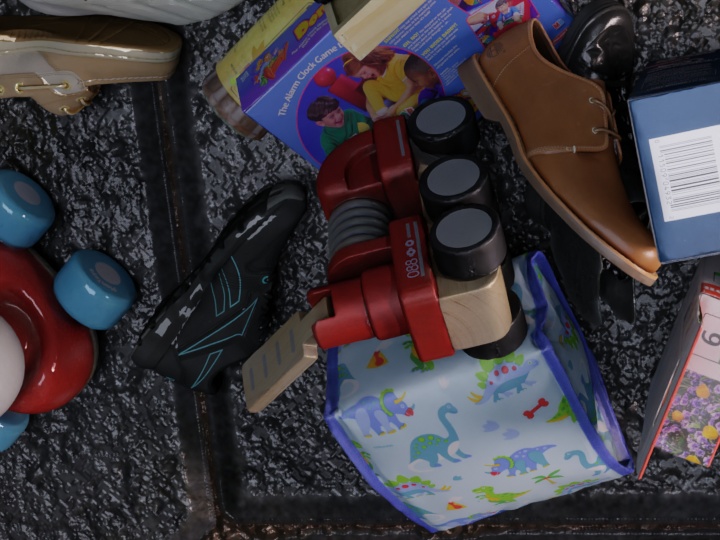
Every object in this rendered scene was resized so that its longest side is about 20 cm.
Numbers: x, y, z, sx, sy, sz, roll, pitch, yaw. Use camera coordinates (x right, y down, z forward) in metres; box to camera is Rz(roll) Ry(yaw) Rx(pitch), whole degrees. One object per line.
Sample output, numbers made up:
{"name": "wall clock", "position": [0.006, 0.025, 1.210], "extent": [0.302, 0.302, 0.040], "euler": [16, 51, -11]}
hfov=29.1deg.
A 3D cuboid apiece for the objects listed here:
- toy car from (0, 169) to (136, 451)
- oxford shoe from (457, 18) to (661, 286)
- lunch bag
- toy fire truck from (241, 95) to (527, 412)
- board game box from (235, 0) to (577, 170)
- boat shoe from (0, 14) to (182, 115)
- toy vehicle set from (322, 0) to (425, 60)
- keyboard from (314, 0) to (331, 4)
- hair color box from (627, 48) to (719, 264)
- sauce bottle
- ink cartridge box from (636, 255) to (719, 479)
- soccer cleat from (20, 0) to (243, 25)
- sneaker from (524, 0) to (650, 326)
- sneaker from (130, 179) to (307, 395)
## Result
{"name": "toy car", "position": [-0.302, 0.050, 1.041], "extent": [0.177, 0.200, 0.184], "euler": [45, 109, 0]}
{"name": "oxford shoe", "position": [0.138, -0.080, 0.877], "extent": [0.071, 0.071, 0.201], "euler": [-40, 65, 19]}
{"name": "lunch bag", "position": [0.089, 0.103, 0.996], "extent": [0.169, 0.128, 0.201], "euler": [-19, 128, 18]}
{"name": "toy fire truck", "position": [0.000, 0.000, 0.925], "extent": [0.198, 0.177, 0.129], "euler": [-14, 132, 6]}
{"name": "board game box", "position": [0.032, -0.148, 0.951], "extent": [0.200, 0.045, 0.134], "euler": [-40, 127, 19]}
{"name": "boat shoe", "position": [-0.226, -0.152, 1.045], "extent": [0.198, 0.074, 0.070], "euler": [5, 117, 14]}
{"name": "toy vehicle set", "position": [0.018, -0.237, 0.899], "extent": [0.124, 0.201, 0.026], "euler": [-40, 128, 21]}
{"name": "keyboard", "position": [0.009, -0.266, 0.875], "extent": [0.104, 0.201, 0.040], "euler": [-23, 137, 38]}
{"name": "hair color box", "position": [0.212, -0.079, 0.875], "extent": [0.060, 0.200, 0.101], "euler": [-10, 102, 17]}
{"name": "sauce bottle", "position": [-0.028, -0.179, 0.984], "extent": [0.065, 0.065, 0.200], "euler": [46, 111, 0]}
{"name": "ink cartridge box", "position": [0.226, 0.063, 0.907], "extent": [0.050, 0.200, 0.110], "euler": [21, 108, 9]}
{"name": "soccer cleat", "position": [-0.167, -0.213, 1.000], "extent": [0.198, 0.078, 0.070], "euler": [-1, 91, 15]}
{"name": "sneaker", "position": [0.168, -0.072, 0.937], "extent": [0.060, 0.104, 0.201], "euler": [-2, 119, -31]}
{"name": "sneaker", "position": [-0.093, 0.015, 1.055], "extent": [0.079, 0.076, 0.200], "euler": [37, 118, -9]}
